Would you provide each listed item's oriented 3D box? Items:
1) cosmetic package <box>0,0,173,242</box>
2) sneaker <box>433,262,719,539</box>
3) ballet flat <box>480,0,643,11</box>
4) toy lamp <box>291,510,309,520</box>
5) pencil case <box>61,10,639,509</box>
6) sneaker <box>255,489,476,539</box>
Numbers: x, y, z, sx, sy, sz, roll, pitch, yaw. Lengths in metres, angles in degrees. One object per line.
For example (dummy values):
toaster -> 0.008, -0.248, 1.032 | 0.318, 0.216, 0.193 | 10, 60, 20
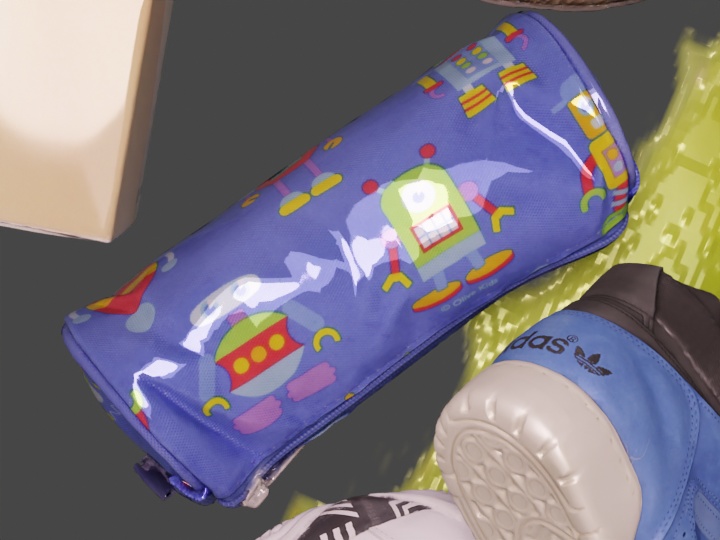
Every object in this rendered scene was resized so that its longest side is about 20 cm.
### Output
cosmetic package -> -0.092, -0.116, 0.760 | 0.071, 0.105, 0.201 | 10, 98, -2
sneaker -> 0.096, 0.094, 0.718 | 0.111, 0.077, 0.201 | -39, 118, -38
ballet flat -> 0.109, -0.118, 0.792 | 0.199, 0.068, 0.047 | -1, 125, -7
toy lamp -> -0.058, 0.102, 0.734 | 0.199, 0.058, 0.059 | 3, 82, -36
pencil case -> 0.000, 0.000, 0.779 | 0.200, 0.078, 0.087 | -35, 85, -4
sneaker -> -0.020, 0.141, 0.669 | 0.199, 0.115, 0.075 | -26, 124, -21
